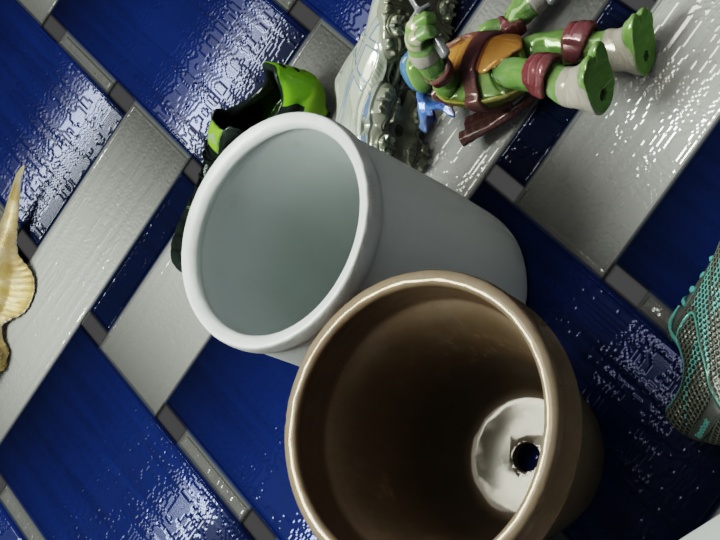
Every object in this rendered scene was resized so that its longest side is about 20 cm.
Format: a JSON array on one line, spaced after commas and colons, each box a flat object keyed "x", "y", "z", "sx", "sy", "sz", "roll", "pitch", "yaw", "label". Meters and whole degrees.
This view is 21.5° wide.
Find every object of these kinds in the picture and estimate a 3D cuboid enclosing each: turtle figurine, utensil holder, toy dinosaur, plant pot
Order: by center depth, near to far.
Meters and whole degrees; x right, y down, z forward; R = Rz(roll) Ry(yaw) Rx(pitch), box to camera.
[{"x": 0.076, "y": 0.112, "z": 1.255, "sx": 0.200, "sy": 0.174, "sz": 0.201, "roll": -7, "pitch": 76, "yaw": 29, "label": "plant pot"}, {"x": 0.000, "y": 0.000, "z": 1.357, "sx": 0.170, "sy": 0.200, "sz": 0.170, "roll": -16, "pitch": 63, "yaw": 35, "label": "utensil holder"}, {"x": 0.104, "y": -0.187, "z": 1.373, "sx": 0.194, "sy": 0.144, "sz": 0.201, "roll": 12, "pitch": 94, "yaw": 35, "label": "turtle figurine"}, {"x": -0.343, "y": 0.004, "z": 1.763, "sx": 0.101, "sy": 0.058, "sz": 0.201, "roll": 4, "pitch": 84, "yaw": 26, "label": "toy dinosaur"}]

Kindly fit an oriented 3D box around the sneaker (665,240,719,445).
[{"x": 0.238, "y": 0.021, "z": 1.233, "sx": 0.091, "sy": 0.078, "sz": 0.201, "roll": -6, "pitch": 69, "yaw": 43, "label": "sneaker"}]

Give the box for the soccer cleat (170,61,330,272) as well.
[{"x": -0.107, "y": -0.087, "z": 1.563, "sx": 0.200, "sy": 0.081, "sz": 0.068, "roll": -54, "pitch": 48, "yaw": 11, "label": "soccer cleat"}]

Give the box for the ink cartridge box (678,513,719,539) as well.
[{"x": 0.208, "y": 0.251, "z": 1.162, "sx": 0.200, "sy": 0.085, "sz": 0.145, "roll": -37, "pitch": 53, "yaw": 23, "label": "ink cartridge box"}]

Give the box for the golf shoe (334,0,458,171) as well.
[{"x": 0.013, "y": -0.170, "z": 1.500, "sx": 0.097, "sy": 0.078, "sz": 0.201, "roll": 1, "pitch": 73, "yaw": 48, "label": "golf shoe"}]
